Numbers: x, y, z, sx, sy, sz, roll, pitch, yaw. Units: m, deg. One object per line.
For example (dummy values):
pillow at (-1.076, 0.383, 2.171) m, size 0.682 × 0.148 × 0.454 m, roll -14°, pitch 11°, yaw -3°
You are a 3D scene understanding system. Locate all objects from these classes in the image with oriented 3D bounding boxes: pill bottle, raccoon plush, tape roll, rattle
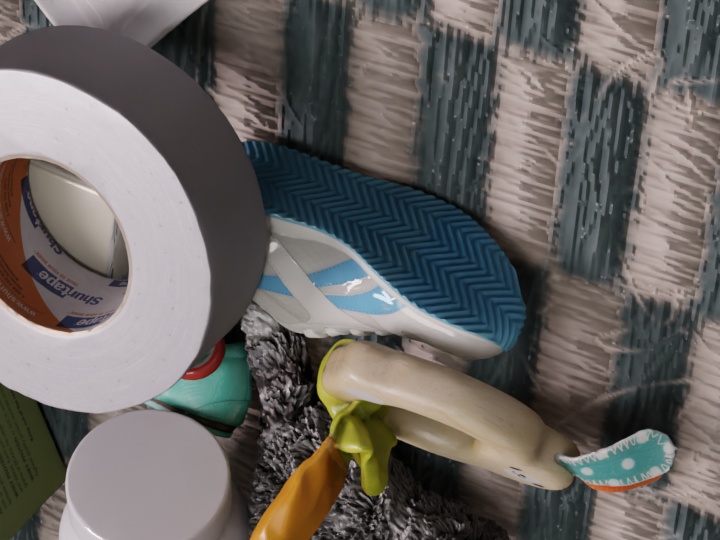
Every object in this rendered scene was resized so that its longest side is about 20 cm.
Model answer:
pill bottle at (-0.120, 0.176, 1.313) m, size 0.115 × 0.116 × 0.201 m, roll 21°, pitch 146°, yaw 16°
raccoon plush at (0.007, 0.110, 1.257) m, size 0.133 × 0.097 × 0.201 m, roll -4°, pitch 117°, yaw 22°
tape roll at (-0.152, -0.026, 1.183) m, size 0.199 × 0.066 × 0.202 m, roll 12°, pitch 120°, yaw 21°
rattle at (0.059, 0.124, 1.174) m, size 0.199 × 0.144 × 0.130 m, roll 26°, pitch 150°, yaw -11°

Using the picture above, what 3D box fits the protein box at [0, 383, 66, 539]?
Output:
protein box at (-0.315, 0.102, 1.351) m, size 0.134 × 0.200 × 0.200 m, roll -5°, pitch 116°, yaw 31°

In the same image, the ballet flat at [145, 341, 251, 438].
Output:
ballet flat at (-0.151, 0.038, 1.317) m, size 0.199 × 0.067 × 0.071 m, roll 18°, pitch 89°, yaw 16°

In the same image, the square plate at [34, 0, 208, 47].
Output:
square plate at (-0.134, -0.225, 1.160) m, size 0.198 × 0.028 × 0.200 m, roll -31°, pitch 101°, yaw 38°

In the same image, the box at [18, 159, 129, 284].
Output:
box at (-0.212, -0.061, 1.279) m, size 0.199 × 0.068 × 0.083 m, roll 23°, pitch 127°, yaw 14°

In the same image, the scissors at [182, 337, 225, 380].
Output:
scissors at (-0.164, 0.025, 1.286) m, size 0.198 × 0.074 × 0.014 m, roll 4°, pitch 155°, yaw 12°

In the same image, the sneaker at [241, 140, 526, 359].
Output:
sneaker at (0.000, 0.000, 1.204) m, size 0.199 × 0.077 × 0.081 m, roll 26°, pitch 137°, yaw 21°
